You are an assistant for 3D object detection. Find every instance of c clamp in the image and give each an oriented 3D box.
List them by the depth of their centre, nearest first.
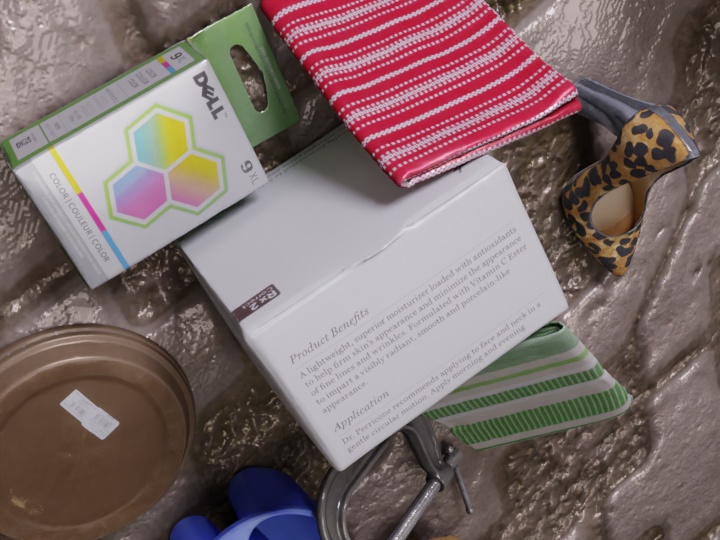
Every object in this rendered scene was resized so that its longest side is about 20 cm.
[{"bbox_3d":[0.036,0.203,0.963,0.200,0.027,0.171,-40,119,-45],"label":"c clamp"}]

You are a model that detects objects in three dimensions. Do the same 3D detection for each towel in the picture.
[{"bbox_3d":[0.036,-0.150,0.738,0.145,0.200,0.022,-25,147,-16],"label":"towel"},{"bbox_3d":[0.118,0.093,0.849,0.152,0.023,0.200,-17,150,23],"label":"towel"}]

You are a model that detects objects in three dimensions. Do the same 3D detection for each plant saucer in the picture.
[{"bbox_3d":[-0.220,0.135,0.842,0.200,0.029,0.200,-12,119,-22],"label":"plant saucer"}]

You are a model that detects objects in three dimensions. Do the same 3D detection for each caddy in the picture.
[{"bbox_3d":[-0.072,0.267,0.940,0.141,0.105,0.200,-39,127,-4],"label":"caddy"}]

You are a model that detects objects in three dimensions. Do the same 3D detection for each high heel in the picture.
[{"bbox_3d":[0.235,-0.054,0.919,0.071,0.143,0.200,-26,124,-15],"label":"high heel"}]

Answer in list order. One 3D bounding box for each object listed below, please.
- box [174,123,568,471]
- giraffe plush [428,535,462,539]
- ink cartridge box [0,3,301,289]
[{"bbox_3d":[0.000,0.000,0.778,0.199,0.200,0.131,-34,120,-8],"label":"box"},{"bbox_3d":[0.101,0.369,1.019,0.173,0.162,0.200,-28,136,-51],"label":"giraffe plush"},{"bbox_3d":[-0.132,-0.087,0.756,0.200,0.059,0.104,-32,125,-10],"label":"ink cartridge box"}]
